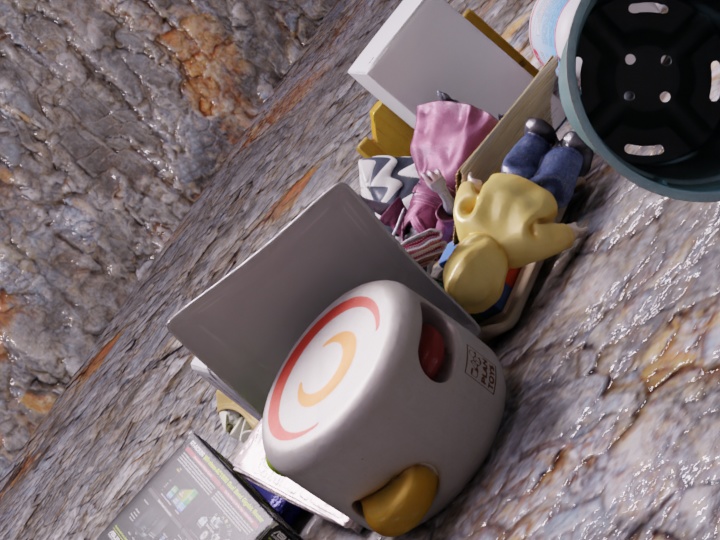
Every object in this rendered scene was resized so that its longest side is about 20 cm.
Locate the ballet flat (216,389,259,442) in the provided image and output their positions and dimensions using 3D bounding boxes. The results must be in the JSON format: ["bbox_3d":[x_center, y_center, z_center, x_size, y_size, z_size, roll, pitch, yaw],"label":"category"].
[{"bbox_3d":[-0.131,0.167,2.034,0.063,0.069,0.200,-68,15,-12],"label":"ballet flat"}]

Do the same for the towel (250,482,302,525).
[{"bbox_3d":[-0.110,0.258,1.745,0.200,0.050,0.148,-53,19,-10],"label":"towel"}]

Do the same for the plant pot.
[{"bbox_3d":[0.240,-0.154,1.367,0.200,0.200,0.196,-51,5,0],"label":"plant pot"}]

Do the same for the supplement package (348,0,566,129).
[{"bbox_3d":[0.103,-0.194,1.908,0.117,0.200,0.117,-51,13,0],"label":"supplement package"}]

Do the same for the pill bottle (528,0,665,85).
[{"bbox_3d":[0.238,-0.234,1.760,0.109,0.109,0.200,-50,12,5],"label":"pill bottle"}]

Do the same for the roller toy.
[{"bbox_3d":[0.024,0.114,1.447,0.183,0.140,0.200,-58,23,-9],"label":"roller toy"}]

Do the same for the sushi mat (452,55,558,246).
[{"bbox_3d":[0.140,-0.116,1.696,0.200,0.012,0.096,-50,-29,-37],"label":"sushi mat"}]

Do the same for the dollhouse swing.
[{"bbox_3d":[0.089,-0.190,2.071,0.200,0.182,0.176,-51,24,1],"label":"dollhouse swing"}]

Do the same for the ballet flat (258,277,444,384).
[{"bbox_3d":[-0.010,0.057,1.595,0.200,0.067,0.064,-18,-22,-4],"label":"ballet flat"}]

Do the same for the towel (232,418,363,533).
[{"bbox_3d":[-0.008,0.128,1.613,0.191,0.032,0.200,20,71,50],"label":"towel"}]

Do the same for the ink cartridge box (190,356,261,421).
[{"bbox_3d":[-0.076,0.114,1.789,0.086,0.146,0.200,-53,13,-11],"label":"ink cartridge box"}]

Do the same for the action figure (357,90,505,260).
[{"bbox_3d":[0.078,-0.073,1.789,0.134,0.149,0.200,12,75,51],"label":"action figure"}]

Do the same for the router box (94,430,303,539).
[{"bbox_3d":[-0.151,0.259,1.660,0.150,0.062,0.200,-49,35,-3],"label":"router box"}]

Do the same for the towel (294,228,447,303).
[{"bbox_3d":[0.000,0.000,1.629,0.146,0.030,0.200,-19,-3,-5],"label":"towel"}]

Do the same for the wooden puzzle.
[{"bbox_3d":[0.113,0.002,1.670,0.185,0.046,0.200,-33,22,56],"label":"wooden puzzle"}]

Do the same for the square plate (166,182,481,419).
[{"bbox_3d":[-0.030,0.045,1.525,0.198,0.200,0.028,-38,27,11],"label":"square plate"}]

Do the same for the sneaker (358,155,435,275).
[{"bbox_3d":[0.080,-0.047,1.860,0.129,0.080,0.199,-13,48,-5],"label":"sneaker"}]

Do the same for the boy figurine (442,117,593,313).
[{"bbox_3d":[0.139,-0.044,1.576,0.200,0.124,0.064,-58,-23,-27],"label":"boy figurine"}]
